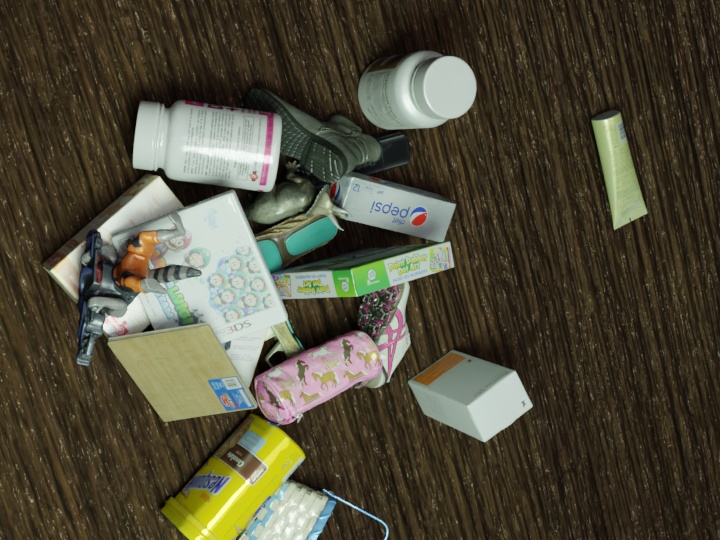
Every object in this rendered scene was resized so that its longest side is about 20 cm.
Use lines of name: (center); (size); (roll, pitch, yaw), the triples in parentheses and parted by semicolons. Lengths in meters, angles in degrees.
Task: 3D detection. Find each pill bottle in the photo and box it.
pill bottle: (-0.217, -0.179, 1.571); (0.199, 0.113, 0.114); (7, 93, -10)
pill bottle: (0.086, -0.271, 1.670); (0.114, 0.200, 0.115); (-3, 97, -25)

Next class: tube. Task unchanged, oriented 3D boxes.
tube: (0.448, -0.176, 1.936); (0.058, 0.052, 0.201); (-13, 109, 19)

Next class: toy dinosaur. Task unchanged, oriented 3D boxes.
toy dinosaur: (-0.118, -0.104, 1.634); (0.199, 0.102, 0.077); (-7, 118, -7)

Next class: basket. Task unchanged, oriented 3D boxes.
basket: (-0.078, 0.412, 1.695); (0.200, 0.139, 0.177); (35, 81, 2)

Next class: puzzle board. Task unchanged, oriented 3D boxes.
puzzle board: (-0.248, 0.145, 1.574); (0.150, 0.017, 0.200); (-10, 138, 12)

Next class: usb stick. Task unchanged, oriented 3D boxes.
usb stick: (-0.011, -0.170, 1.730); (0.199, 0.033, 0.056); (-18, 112, -22)

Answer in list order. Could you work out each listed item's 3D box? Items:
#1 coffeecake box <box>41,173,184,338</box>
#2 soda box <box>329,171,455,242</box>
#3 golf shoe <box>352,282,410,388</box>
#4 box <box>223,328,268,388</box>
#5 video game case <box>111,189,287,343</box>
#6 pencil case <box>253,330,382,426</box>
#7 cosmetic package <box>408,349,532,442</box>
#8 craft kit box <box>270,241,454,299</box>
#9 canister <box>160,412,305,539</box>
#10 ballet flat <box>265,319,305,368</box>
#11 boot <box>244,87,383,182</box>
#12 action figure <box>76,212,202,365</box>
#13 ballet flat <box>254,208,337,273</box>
coffeecake box: (-0.322, -0.014, 1.580); (0.200, 0.073, 0.154); (-43, 113, -15)
soda box: (0.046, -0.101, 1.730); (0.199, 0.063, 0.069); (11, 104, -31)
golf shoe: (0.040, 0.093, 1.748); (0.092, 0.073, 0.201); (0, 121, -37)
box: (-0.200, 0.092, 1.626); (0.119, 0.042, 0.201); (7, 116, -26)
video game case: (-0.220, 0.010, 1.535); (0.181, 0.024, 0.201); (-19, 109, 7)
pencil case: (-0.060, 0.157, 1.646); (0.200, 0.083, 0.087); (-25, 96, -35)
cosmetic package: (0.170, 0.195, 1.761); (0.101, 0.200, 0.071); (-33, 108, -18)
craft kit box: (0.000, 0.000, 1.634); (0.200, 0.197, 0.049); (-16, 95, -40)
canister: (-0.187, 0.316, 1.641); (0.200, 0.148, 0.087); (-48, 112, -15)
ballet flat: (-0.124, 0.106, 1.692); (0.071, 0.071, 0.201); (-33, 110, -18)
boot: (-0.070, -0.211, 1.675); (0.200, 0.068, 0.131); (39, 35, 11)
action figure: (-0.307, 0.033, 1.454); (0.104, 0.193, 0.201); (24, 55, -38)
ballet flat: (-0.128, -0.037, 1.672); (0.199, 0.065, 0.071); (-23, 116, -20)
